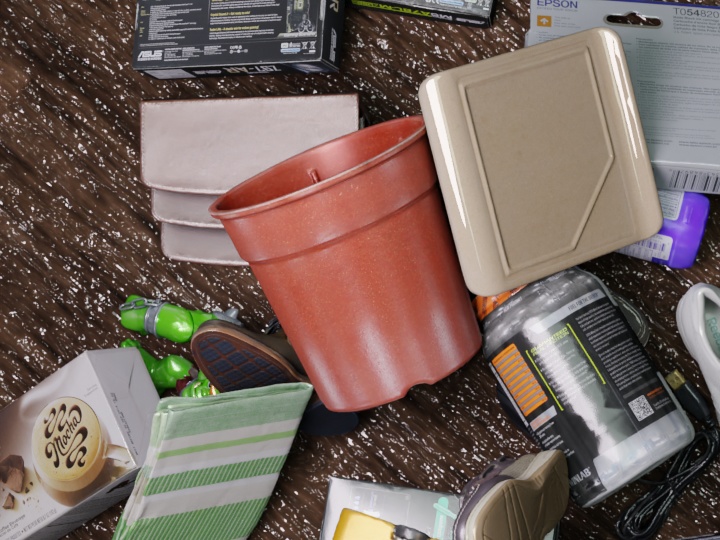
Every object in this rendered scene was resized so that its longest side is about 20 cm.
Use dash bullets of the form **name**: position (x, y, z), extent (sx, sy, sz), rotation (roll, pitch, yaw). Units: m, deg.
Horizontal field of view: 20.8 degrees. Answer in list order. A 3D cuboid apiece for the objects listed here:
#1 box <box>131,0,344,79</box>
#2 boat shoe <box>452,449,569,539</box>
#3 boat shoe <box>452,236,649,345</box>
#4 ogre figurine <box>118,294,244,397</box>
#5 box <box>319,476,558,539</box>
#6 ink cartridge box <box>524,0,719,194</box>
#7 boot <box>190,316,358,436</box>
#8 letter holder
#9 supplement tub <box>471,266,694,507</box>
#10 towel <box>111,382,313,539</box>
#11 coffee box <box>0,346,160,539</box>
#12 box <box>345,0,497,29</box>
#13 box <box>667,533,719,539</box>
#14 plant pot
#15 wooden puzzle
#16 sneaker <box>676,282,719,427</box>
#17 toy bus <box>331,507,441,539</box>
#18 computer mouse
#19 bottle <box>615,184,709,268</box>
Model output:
- **box**: position (-0.111, -0.262, 1.803), extent (0.198, 0.043, 0.162), rotation (-1, 81, 24)
- **boat shoe**: position (0.109, 0.190, 1.542), extent (0.064, 0.200, 0.073), rotation (-6, 101, 26)
- **boat shoe**: position (0.166, 0.020, 1.751), extent (0.199, 0.057, 0.067), rotation (25, 75, 9)
- **ogre figurine**: position (-0.147, 0.113, 1.761), extent (0.119, 0.098, 0.202), rotation (-16, 64, 22)
- **box**: position (0.067, 0.256, 1.683), extent (0.198, 0.149, 0.126), rotation (7, 79, 8)
- **ink cartridge box**: position (0.244, -0.159, 1.750), extent (0.197, 0.041, 0.201), rotation (5, 52, 1)
- **boot**: position (-0.078, 0.066, 1.712), extent (0.074, 0.200, 0.098), rotation (-25, 50, 27)
- **letter holder**: position (-0.093, -0.080, 1.777), extent (0.198, 0.101, 0.144), rotation (-1, 84, 6)
- **supplement tub**: position (0.185, 0.089, 1.665), extent (0.122, 0.123, 0.201), rotation (-31, 80, 1)
- **towel**: position (-0.134, 0.181, 1.684), extent (0.023, 0.151, 0.201), rotation (51, 133, 38)
- **coffee box**: position (-0.266, 0.165, 1.730), extent (0.199, 0.080, 0.114), rotation (-32, 75, 26)
- **box**: position (0.044, -0.337, 1.826), extent (0.198, 0.048, 0.195), rotation (9, 81, 8)
- **box**: position (0.280, 0.329, 1.668), extent (0.195, 0.117, 0.202), rotation (-9, 82, 5)
- **plant pot**: position (0.000, 0.000, 1.639), extent (0.199, 0.201, 0.197), rotation (-22, 101, 3)
- **wooden puzzle**: position (0.150, -0.092, 1.630), extent (0.199, 0.037, 0.187), rotation (-18, 97, -28)
- **sneaker**: position (0.338, 0.102, 1.707), extent (0.075, 0.089, 0.201), rotation (-32, 80, 0)
- **toy bus**: position (0.070, 0.252, 1.566), extent (0.198, 0.078, 0.066), rotation (18, 80, 9)
- **computer mouse**: position (0.224, 0.128, 1.737), extent (0.140, 0.046, 0.200), rotation (-43, 80, 0)
- **bottle**: position (0.209, -0.057, 1.747), extent (0.198, 0.084, 0.066), rotation (15, 74, 9)
